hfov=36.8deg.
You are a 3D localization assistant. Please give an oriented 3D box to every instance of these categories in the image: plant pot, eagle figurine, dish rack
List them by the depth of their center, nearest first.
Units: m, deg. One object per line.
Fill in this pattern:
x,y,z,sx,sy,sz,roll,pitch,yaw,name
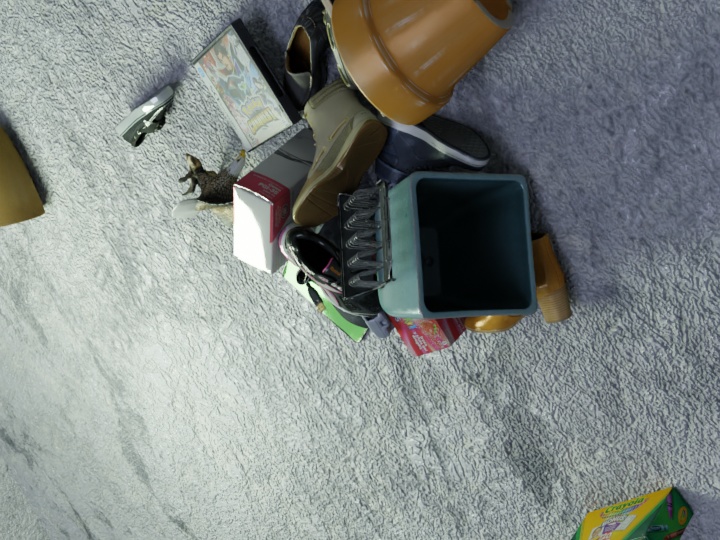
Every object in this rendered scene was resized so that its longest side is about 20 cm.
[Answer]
0.092,-0.323,1.411,0.182,0.200,0.202,-29,100,34,plant pot
0.009,-0.044,1.511,0.200,0.053,0.157,150,116,-79,dish rack
0.116,-0.025,1.570,0.199,0.192,0.201,-14,78,63,plant pot
-0.218,-0.133,1.859,0.198,0.151,0.153,33,130,22,eagle figurine
-0.792,-0.201,2.320,0.184,0.185,0.204,1,107,41,plant pot

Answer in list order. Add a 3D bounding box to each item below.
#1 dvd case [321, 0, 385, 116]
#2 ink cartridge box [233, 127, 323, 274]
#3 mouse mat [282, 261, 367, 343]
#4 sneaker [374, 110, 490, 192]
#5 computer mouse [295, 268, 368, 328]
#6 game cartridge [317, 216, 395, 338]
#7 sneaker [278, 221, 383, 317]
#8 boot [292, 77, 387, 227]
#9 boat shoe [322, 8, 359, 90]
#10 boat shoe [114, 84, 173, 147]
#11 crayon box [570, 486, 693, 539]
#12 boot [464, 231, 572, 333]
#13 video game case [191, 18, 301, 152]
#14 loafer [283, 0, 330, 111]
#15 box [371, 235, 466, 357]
0.012,-0.326,1.500,0.016,0.149,0.202,-23,105,29,dvd case
-0.114,-0.114,1.734,0.082,0.200,0.148,24,135,22,ink cartridge box
-0.051,0.024,1.928,0.199,0.008,0.162,40,138,11,mouse mat
0.101,-0.149,1.595,0.201,0.076,0.149,31,126,35,sneaker
-0.050,0.045,1.880,0.201,0.046,0.141,50,142,18,computer mouse
0.000,0.000,1.768,0.040,0.134,0.202,-27,105,25,game cartridge
-0.040,0.005,1.645,0.198,0.081,0.086,33,178,-10,sneaker
-0.054,-0.180,1.642,0.201,0.072,0.156,-54,41,21,boot
-0.024,-0.355,1.567,0.060,0.072,0.204,0,122,37,boat shoe
-0.381,-0.278,1.961,0.057,0.069,0.199,50,146,-14,boat shoe
0.419,0.423,1.717,0.059,0.119,0.199,51,139,-3,crayon box
0.221,0.013,1.636,0.199,0.071,0.146,-11,106,42,boot
-0.189,-0.295,1.761,0.182,0.025,0.199,58,154,-9,video game case
-0.092,-0.320,1.655,0.072,0.072,0.202,34,138,15,loafer
0.089,0.023,1.728,0.095,0.100,0.202,-21,104,47,box
